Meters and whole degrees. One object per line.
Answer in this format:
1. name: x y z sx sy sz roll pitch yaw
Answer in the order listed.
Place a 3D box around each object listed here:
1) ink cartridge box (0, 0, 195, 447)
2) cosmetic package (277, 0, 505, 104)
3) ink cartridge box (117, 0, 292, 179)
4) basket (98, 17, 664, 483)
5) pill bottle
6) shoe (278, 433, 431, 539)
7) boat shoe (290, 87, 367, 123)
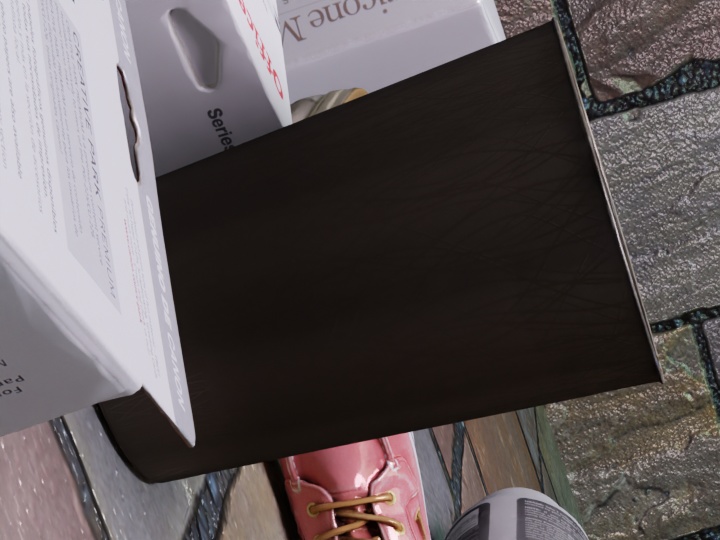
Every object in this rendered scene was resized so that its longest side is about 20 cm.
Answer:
1. ink cartridge box: -0.118 -0.060 0.497 0.176 0.084 0.200 59 16 -57
2. cosmetic package: -0.023 -0.188 1.121 0.166 0.167 0.200 46 27 -75
3. ink cartridge box: -0.095 -0.151 0.846 0.200 0.084 0.146 -99 168 -45
4. basket: 0.000 0.000 0.760 0.180 0.199 0.136 -86 158 -67
5. pill bottle: 0.106 0.217 1.342 0.200 0.110 0.111 -70 142 -76
6. shoe: 0.003 0.126 0.970 0.091 0.071 0.200 -104 178 -62
7. boat shoe: -0.053 -0.026 0.936 0.200 0.069 0.074 -49 131 -56
